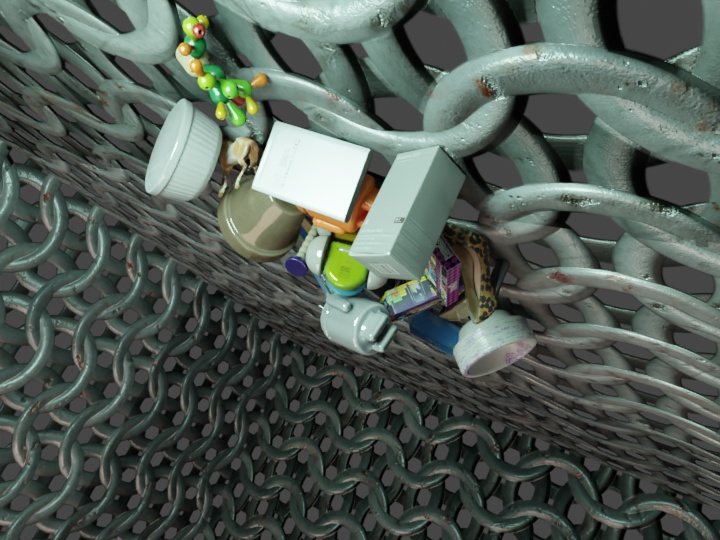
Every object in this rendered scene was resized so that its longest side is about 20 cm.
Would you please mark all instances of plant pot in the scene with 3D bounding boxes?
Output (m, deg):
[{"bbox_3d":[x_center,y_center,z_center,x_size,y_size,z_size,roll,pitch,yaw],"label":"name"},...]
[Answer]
[{"bbox_3d":[-0.194,-0.140,1.225,0.199,0.203,0.174,33,146,-22],"label":"plant pot"}]

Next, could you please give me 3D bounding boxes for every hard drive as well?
[{"bbox_3d":[-0.089,-0.179,0.997,0.197,0.134,0.026,21,180,19],"label":"hard drive"}]

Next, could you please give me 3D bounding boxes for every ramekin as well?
[{"bbox_3d":[-0.364,-0.239,1.151,0.093,0.206,0.201,22,169,-33],"label":"ramekin"}]

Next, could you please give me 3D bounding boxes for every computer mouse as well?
[{"bbox_3d":[0.032,0.034,1.489,0.199,0.139,0.053,39,163,-6],"label":"computer mouse"}]

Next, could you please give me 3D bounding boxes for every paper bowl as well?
[{"bbox_3d":[0.321,0.172,1.362,0.197,0.106,0.202,-16,150,-9],"label":"paper bowl"}]

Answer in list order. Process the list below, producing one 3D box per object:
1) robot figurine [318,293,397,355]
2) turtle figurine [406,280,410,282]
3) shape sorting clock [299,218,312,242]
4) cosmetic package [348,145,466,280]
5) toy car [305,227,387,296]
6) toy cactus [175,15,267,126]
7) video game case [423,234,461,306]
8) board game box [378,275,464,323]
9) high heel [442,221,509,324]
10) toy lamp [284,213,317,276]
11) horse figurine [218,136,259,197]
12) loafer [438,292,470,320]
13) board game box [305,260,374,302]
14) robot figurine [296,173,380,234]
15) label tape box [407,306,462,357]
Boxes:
[{"bbox_3d":[-0.011,0.114,1.207,0.198,0.113,0.170,15,148,48],"label":"robot figurine"},{"bbox_3d":[0.000,0.000,1.353,0.201,0.144,0.193,52,166,-17],"label":"turtle figurine"},{"bbox_3d":[-0.209,-0.139,1.471,0.197,0.040,0.201,25,162,9],"label":"shape sorting clock"},{"bbox_3d":[0.077,-0.090,0.888,0.090,0.203,0.106,35,159,-33],"label":"cosmetic package"},{"bbox_3d":[-0.018,-0.034,1.178,0.172,0.203,0.151,13,148,2],"label":"toy car"},{"bbox_3d":[-0.241,-0.331,0.896,0.165,0.103,0.200,40,174,31],"label":"toy cactus"},{"bbox_3d":[0.132,-0.040,1.080,0.183,0.035,0.201,59,176,23],"label":"video game case"},{"bbox_3d":[0.143,0.054,1.246,0.165,0.197,0.058,112,136,-75],"label":"board game box"},{"bbox_3d":[0.201,0.004,1.072,0.199,0.144,0.071,34,162,-23],"label":"high heel"},{"bbox_3d":[-0.105,-0.078,1.215,0.057,0.202,0.059,11,138,10],"label":"toy lamp"},{"bbox_3d":[-0.262,-0.232,1.171,0.049,0.135,0.198,10,172,-43],"label":"horse figurine"},{"bbox_3d":[0.253,0.092,1.376,0.068,0.076,0.200,33,163,-2],"label":"loafer"},{"bbox_3d":[-0.050,0.036,1.504,0.152,0.047,0.199,57,-165,21],"label":"board game box"},{"bbox_3d":[-0.048,-0.148,1.059,0.197,0.118,0.144,23,166,10],"label":"robot figurine"},{"bbox_3d":[0.200,0.142,1.491,0.142,0.064,0.200,29,-169,-6],"label":"label tape box"}]
